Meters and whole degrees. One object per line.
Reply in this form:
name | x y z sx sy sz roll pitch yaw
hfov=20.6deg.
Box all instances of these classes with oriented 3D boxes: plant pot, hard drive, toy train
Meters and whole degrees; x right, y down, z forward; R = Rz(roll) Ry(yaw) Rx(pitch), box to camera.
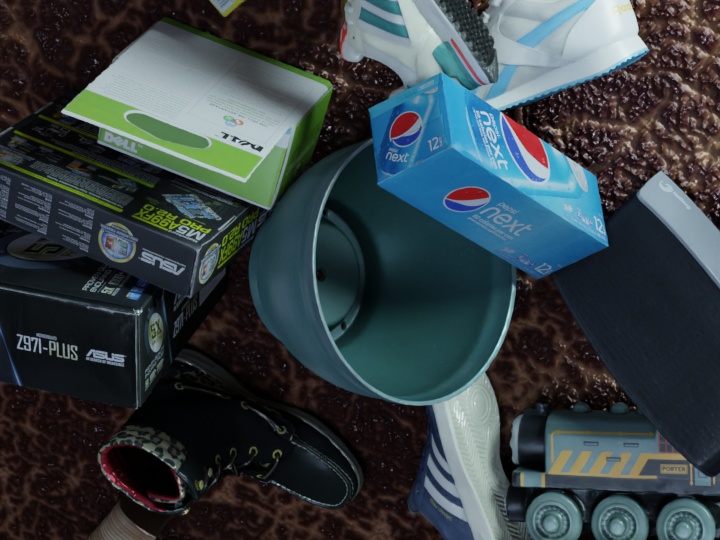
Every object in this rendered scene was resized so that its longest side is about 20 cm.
plant pot | 0.000 0.000 1.483 0.134 0.200 0.201 -4 117 49
hard drive | 0.235 0.043 1.459 0.135 0.042 0.200 -44 74 30
toy train | 0.208 0.159 1.540 0.199 0.085 0.115 0 94 22

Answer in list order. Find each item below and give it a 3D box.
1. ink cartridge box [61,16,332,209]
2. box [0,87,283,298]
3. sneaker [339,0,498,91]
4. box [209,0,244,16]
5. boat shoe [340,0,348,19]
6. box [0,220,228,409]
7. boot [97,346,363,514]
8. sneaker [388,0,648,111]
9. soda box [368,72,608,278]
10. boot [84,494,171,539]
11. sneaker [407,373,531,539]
ink cartridge box | -0.124 -0.100 1.453 0.147 0.200 0.076 22 120 7
box | -0.176 -0.063 1.500 0.199 0.160 0.044 21 121 14
sneaker | 0.008 -0.191 1.363 0.093 0.070 0.200 -30 110 23
box | -0.064 -0.291 1.430 0.200 0.048 0.117 -36 100 31
boat shoe | 0.053 -0.250 1.397 0.072 0.068 0.200 33 120 1
box | -0.209 0.008 1.534 0.163 0.200 0.087 11 119 14
boot | -0.106 0.159 1.600 0.203 0.154 0.074 33 121 1
sneaker | 0.106 -0.158 1.430 0.199 0.076 0.081 -19 92 24
soda box | 0.094 -0.064 1.412 0.068 0.064 0.200 -25 146 31
boot | -0.168 0.305 1.743 0.200 0.074 0.155 39 120 11
sneaker | 0.069 0.154 1.592 0.084 0.075 0.201 -4 107 38
